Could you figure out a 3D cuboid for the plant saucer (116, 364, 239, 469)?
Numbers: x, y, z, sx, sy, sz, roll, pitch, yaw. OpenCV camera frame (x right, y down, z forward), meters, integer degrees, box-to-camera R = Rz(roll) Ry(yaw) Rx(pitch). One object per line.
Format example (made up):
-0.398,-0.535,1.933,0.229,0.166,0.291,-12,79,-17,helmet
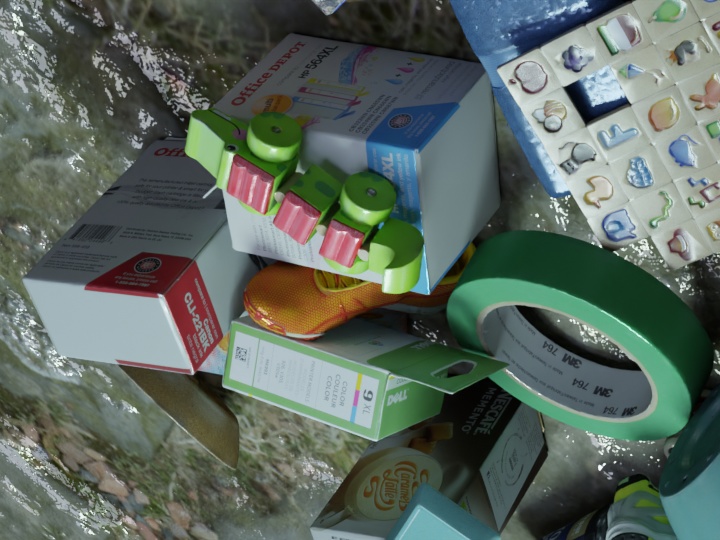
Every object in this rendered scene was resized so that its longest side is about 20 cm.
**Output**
-0.174,0.100,1.510,0.200,0.035,0.200,43,176,4,plant saucer

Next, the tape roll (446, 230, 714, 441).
0.163,0.051,1.241,0.199,0.048,0.201,26,154,13,tape roll

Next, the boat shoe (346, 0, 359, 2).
-0.059,-0.265,1.161,0.071,0.076,0.200,-24,109,44,boat shoe

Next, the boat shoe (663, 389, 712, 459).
0.315,0.178,1.272,0.200,0.063,0.071,42,135,-4,boat shoe

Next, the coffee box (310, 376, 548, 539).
0.061,0.178,1.348,0.114,0.200,0.080,5,127,32,coffee box

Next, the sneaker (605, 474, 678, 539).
0.273,0.215,1.262,0.199,0.077,0.075,29,136,-25,sneaker

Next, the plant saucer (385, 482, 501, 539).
0.038,0.237,1.253,0.070,0.019,0.200,34,137,7,plant saucer

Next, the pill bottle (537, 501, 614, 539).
0.207,0.257,1.376,0.112,0.112,0.200,45,137,-6,pill bottle

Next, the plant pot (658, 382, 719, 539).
0.306,0.153,1.147,0.161,0.201,0.201,35,137,-2,plant pot

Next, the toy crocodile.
-0.040,-0.049,1.148,0.199,0.062,0.068,33,135,10,toy crocodile

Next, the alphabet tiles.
0.211,-0.093,1.115,0.166,0.008,0.200,-24,118,21,alphabet tiles

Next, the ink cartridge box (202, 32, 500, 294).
-0.013,-0.085,1.238,0.199,0.129,0.126,13,130,26,ink cartridge box

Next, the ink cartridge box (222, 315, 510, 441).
0.003,0.082,1.285,0.199,0.104,0.060,16,105,28,ink cartridge box

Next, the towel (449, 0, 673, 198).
0.137,-0.151,1.131,0.111,0.049,0.201,-13,118,30,towel

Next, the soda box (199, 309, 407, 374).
-0.059,0.060,1.422,0.199,0.068,0.064,7,105,31,soda box

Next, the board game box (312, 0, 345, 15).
-0.029,-0.294,1.056,0.200,0.160,0.097,45,136,-6,board game box

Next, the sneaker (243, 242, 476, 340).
0.000,0.000,1.271,0.073,0.199,0.077,62,146,24,sneaker

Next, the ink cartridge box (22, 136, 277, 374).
-0.151,-0.017,1.340,0.143,0.200,0.084,6,131,31,ink cartridge box
